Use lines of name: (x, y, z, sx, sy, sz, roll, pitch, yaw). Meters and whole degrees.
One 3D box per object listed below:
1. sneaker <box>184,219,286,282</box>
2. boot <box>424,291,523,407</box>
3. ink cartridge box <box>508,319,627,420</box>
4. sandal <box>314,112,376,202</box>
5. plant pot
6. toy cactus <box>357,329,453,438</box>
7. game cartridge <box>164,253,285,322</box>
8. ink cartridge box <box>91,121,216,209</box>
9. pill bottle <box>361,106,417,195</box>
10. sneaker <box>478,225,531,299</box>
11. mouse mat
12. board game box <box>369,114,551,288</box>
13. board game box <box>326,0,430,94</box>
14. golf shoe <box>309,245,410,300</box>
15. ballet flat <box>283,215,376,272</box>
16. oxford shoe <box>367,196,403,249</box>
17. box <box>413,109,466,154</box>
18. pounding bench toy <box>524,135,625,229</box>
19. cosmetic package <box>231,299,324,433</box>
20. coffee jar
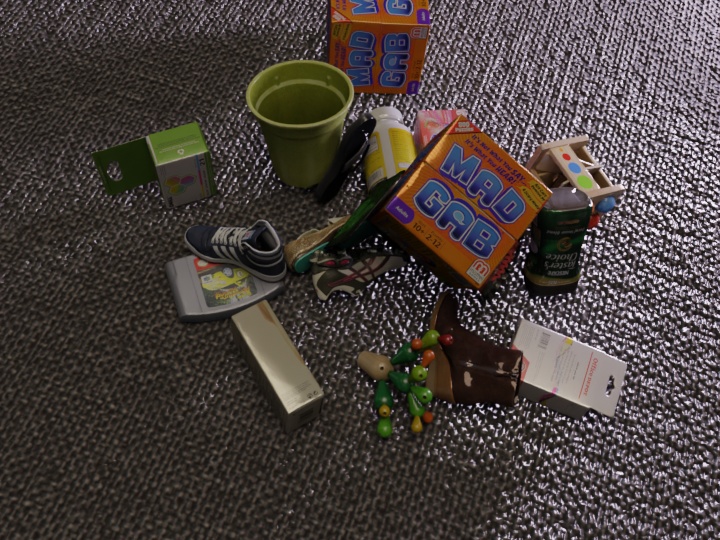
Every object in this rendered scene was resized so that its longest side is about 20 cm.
sneaker: (-0.224, -0.055, 1.399, 0.199, 0.109, 0.070, 21, 61, 6)
boot: (0.203, 0.136, 1.364, 0.165, 0.072, 0.202, 1, 72, 25)
ink cartridge box: (0.354, 0.182, 1.384, 0.199, 0.068, 0.117, 23, 62, 9)
sandal: (-0.018, -0.212, 1.512, 0.043, 0.201, 0.076, 40, 28, 19)
plant pot: (-0.111, -0.269, 1.513, 0.198, 0.185, 0.202, 0, 49, 0)
toy cactus: (0.067, 0.181, 1.343, 0.164, 0.102, 0.201, 24, 93, 41)
game cartridge: (-0.246, 0.020, 1.439, 0.198, 0.041, 0.134, -17, 68, -14)
ink cartridge box: (-0.382, -0.181, 1.473, 0.199, 0.148, 0.076, -20, 66, -14)
pill bottle: (0.059, -0.221, 1.553, 0.110, 0.112, 0.201, -5, 62, -8)
sneaker: (0.251, -0.035, 1.492, 0.097, 0.071, 0.201, 24, 60, 8)
mouse mat: (0.003, -0.102, 1.362, 0.008, 0.200, 0.161, 41, 80, -8)
board game box: (0.162, -0.109, 1.346, 0.199, 0.200, 0.200, 39, 85, -5)
board game box: (0.031, -0.519, 1.662, 0.198, 0.200, 0.201, 1, 60, -5)
golf shoe: (0.000, 0.000, 1.460, 0.198, 0.077, 0.089, -6, 99, -23)
ballet flat: (-0.060, -0.066, 1.487, 0.199, 0.071, 0.065, -26, 52, -22)
oxford shoe: (0.093, -0.078, 1.494, 0.199, 0.084, 0.073, 34, 105, -6)
box: (0.168, -0.215, 1.569, 0.102, 0.095, 0.201, -3, 61, -7)
pounding bench toy: (0.376, -0.147, 1.510, 0.199, 0.125, 0.157, -14, 63, -28)
cosmetic package: (-0.142, 0.162, 1.331, 0.071, 0.105, 0.201, -26, 68, -20)
coffee jar: (0.358, -0.047, 1.439, 0.103, 0.201, 0.086, -7, 36, -8)
